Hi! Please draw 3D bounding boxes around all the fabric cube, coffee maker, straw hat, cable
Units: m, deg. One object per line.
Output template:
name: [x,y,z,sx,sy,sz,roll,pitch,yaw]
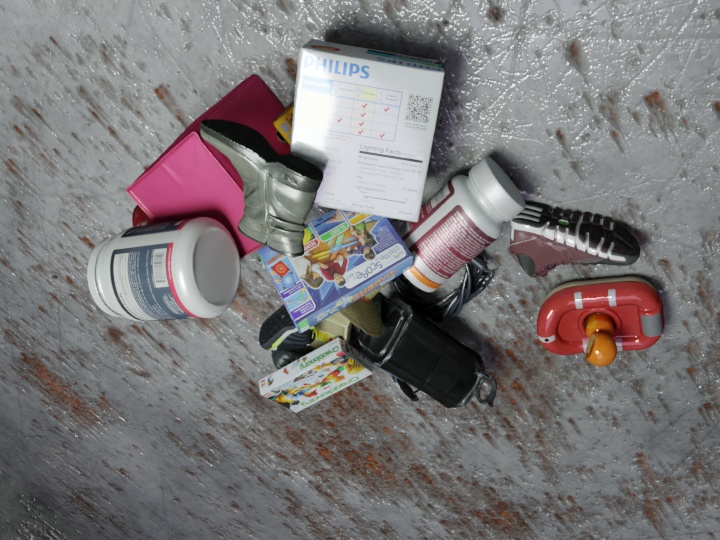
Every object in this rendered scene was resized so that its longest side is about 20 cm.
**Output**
fabric cube: [-0.209,-0.149,1.008,0.197,0.201,0.198,-24,115,35]
coffee maker: [0.116,0.143,1.102,0.198,0.138,0.190,33,154,-29]
straw hat: [0.000,0.000,1.019,0.085,0.202,0.201,-39,108,17]
cable: [0.126,0.008,1.098,0.162,0.051,0.199,39,132,-11]

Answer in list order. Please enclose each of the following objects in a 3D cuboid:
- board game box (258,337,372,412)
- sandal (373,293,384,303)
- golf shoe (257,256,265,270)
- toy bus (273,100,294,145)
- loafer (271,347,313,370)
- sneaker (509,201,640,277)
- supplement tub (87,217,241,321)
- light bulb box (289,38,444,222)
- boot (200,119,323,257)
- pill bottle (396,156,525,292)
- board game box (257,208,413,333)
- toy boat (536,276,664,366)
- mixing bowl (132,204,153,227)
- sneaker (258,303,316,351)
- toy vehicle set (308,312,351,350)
board game box: [-0.088,0.211,1.247,0.197,0.035,0.126,-30,141,18]
sandal: [0.002,0.066,1.195,0.200,0.076,0.048,44,156,-6]
golf shoe: [-0.113,-0.011,1.171,0.197,0.089,0.078,11,143,45]
toy bus: [-0.043,-0.185,1.001,0.077,0.066,0.201,-26,114,36]
loafer: [-0.108,0.194,1.315,0.068,0.071,0.199,-47,134,12]
sneaker: [0.324,-0.029,0.981,0.195,0.076,0.118,21,139,20]
supplement tub: [-0.290,0.002,0.933,0.194,0.142,0.143,-4,126,26]
light bulb box: [0.005,-0.197,0.876,0.192,0.126,0.206,9,115,-1]
boot: [-0.148,-0.108,0.842,0.197,0.068,0.133,31,119,14]
pill bottle: [0.147,-0.070,0.964,0.114,0.115,0.199,42,117,-15]
board game box: [-0.037,-0.017,0.933,0.137,0.196,0.035,57,169,24]
toy boat: [0.382,0.097,1.009,0.195,0.132,0.133,-7,125,27]
mixing bowl: [-0.299,-0.073,1.132,0.107,0.202,0.201,-35,110,17]
sneaker: [-0.106,0.095,1.137,0.081,0.074,0.198,24,143,-33]
toy vehicle set: [-0.081,0.116,1.239,0.121,0.027,0.201,21,154,6]
